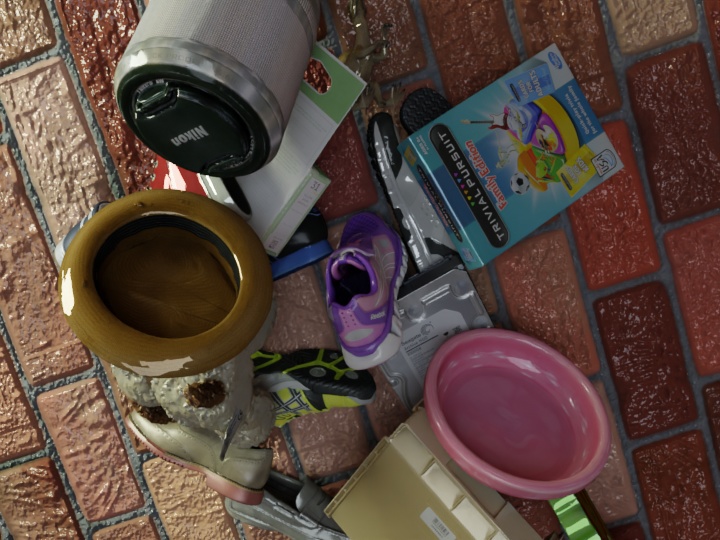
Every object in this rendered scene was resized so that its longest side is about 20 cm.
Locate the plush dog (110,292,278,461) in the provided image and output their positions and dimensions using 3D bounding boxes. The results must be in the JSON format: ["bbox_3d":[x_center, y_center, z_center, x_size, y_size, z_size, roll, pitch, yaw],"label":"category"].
[{"bbox_3d":[-0.190,0.100,0.839,0.168,0.160,0.206,8,105,24],"label":"plush dog"}]

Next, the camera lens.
[{"bbox_3d":[-0.128,-0.204,0.749,0.156,0.161,0.204,16,61,-2],"label":"camera lens"}]

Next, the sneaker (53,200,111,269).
[{"bbox_3d":[-0.249,0.014,0.903,0.200,0.070,0.108,46,118,-4],"label":"sneaker"}]

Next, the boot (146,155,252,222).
[{"bbox_3d":[-0.213,-0.099,0.845,0.142,0.072,0.203,-32,66,11],"label":"boot"}]

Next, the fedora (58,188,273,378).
[{"bbox_3d":[-0.178,0.021,0.748,0.195,0.082,0.205,3,61,-5],"label":"fedora"}]

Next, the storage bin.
[{"bbox_3d":[0.085,0.269,0.868,0.200,0.093,0.200,46,132,15],"label":"storage bin"}]

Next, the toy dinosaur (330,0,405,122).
[{"bbox_3d":[-0.006,-0.196,0.858,0.057,0.100,0.205,13,97,-41],"label":"toy dinosaur"}]

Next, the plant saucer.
[{"bbox_3d":[0.155,0.149,0.815,0.196,0.203,0.052,17,131,-2],"label":"plant saucer"}]

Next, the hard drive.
[{"bbox_3d":[0.093,0.095,0.907,0.137,0.038,0.202,-27,116,6],"label":"hard drive"}]

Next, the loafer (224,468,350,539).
[{"bbox_3d":[-0.067,0.286,0.964,0.195,0.070,0.071,17,110,-1],"label":"loafer"}]

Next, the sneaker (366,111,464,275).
[{"bbox_3d":[0.067,-0.086,0.889,0.078,0.074,0.203,-24,108,2],"label":"sneaker"}]

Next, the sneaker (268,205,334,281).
[{"bbox_3d":[-0.129,-0.018,0.911,0.196,0.070,0.080,-23,87,6],"label":"sneaker"}]

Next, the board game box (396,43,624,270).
[{"bbox_3d":[0.160,-0.120,0.844,0.198,0.047,0.153,-33,93,-14],"label":"board game box"}]

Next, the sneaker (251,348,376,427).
[{"bbox_3d":[-0.077,0.141,0.941,0.194,0.076,0.078,4,113,10],"label":"sneaker"}]

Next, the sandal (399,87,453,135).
[{"bbox_3d":[0.121,-0.119,0.890,0.075,0.045,0.200,-42,86,-12],"label":"sandal"}]

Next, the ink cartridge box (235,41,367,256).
[{"bbox_3d":[-0.082,-0.141,0.851,0.201,0.048,0.146,-52,57,9],"label":"ink cartridge box"}]

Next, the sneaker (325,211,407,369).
[{"bbox_3d":[0.000,0.000,0.840,0.079,0.203,0.089,-20,131,19],"label":"sneaker"}]

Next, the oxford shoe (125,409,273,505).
[{"bbox_3d":[-0.187,0.198,0.943,0.196,0.070,0.076,24,90,15],"label":"oxford shoe"}]

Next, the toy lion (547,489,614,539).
[{"bbox_3d":[0.247,0.278,0.875,0.068,0.191,0.203,-32,76,9],"label":"toy lion"}]
